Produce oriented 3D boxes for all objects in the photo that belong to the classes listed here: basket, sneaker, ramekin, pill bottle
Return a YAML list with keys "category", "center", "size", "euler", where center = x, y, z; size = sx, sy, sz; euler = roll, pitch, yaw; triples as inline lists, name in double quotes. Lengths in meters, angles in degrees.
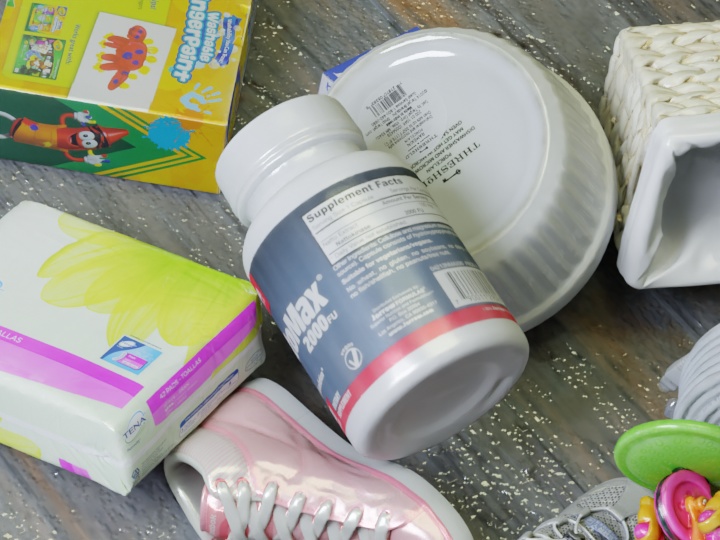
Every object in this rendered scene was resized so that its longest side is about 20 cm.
- category: "basket"
  center: [0.259, -0.081, 1.674]
  size: [0.200, 0.136, 0.123]
  euler: [-4, 45, -14]
- category: "sneaker"
  center: [0.120, 0.182, 1.502]
  size: [0.075, 0.082, 0.200]
  euler: [33, 50, 19]
- category: "ramekin"
  center: [0.056, -0.059, 1.634]
  size: [0.200, 0.105, 0.200]
  euler: [-6, 71, 17]
- category: "pill bottle"
  center: [0.000, 0.000, 1.510]
  size: [0.120, 0.120, 0.200]
  euler: [-20, 63, -26]
- category: "sneaker"
  center: [-0.032, 0.146, 1.510]
  size: [0.200, 0.075, 0.105]
  euler: [34, 46, 29]

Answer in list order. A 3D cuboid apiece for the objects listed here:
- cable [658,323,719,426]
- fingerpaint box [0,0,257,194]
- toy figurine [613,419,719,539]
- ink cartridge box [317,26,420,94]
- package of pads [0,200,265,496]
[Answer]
- category: "cable"
  center: [0.284, 0.098, 1.531]
  size: [0.200, 0.200, 0.069]
  euler: [28, 54, -2]
- category: "fingerpaint box"
  center: [-0.161, -0.156, 1.766]
  size: [0.167, 0.073, 0.200]
  euler: [9, 47, -2]
- category: "toy figurine"
  center: [0.220, 0.206, 1.458]
  size: [0.200, 0.150, 0.184]
  euler: [31, 52, -28]
- category: "ink cartridge box"
  center: [0.069, -0.081, 1.760]
  size: [0.094, 0.044, 0.200]
  euler: [-30, 59, -34]
- category: "package of pads"
  center: [-0.174, 0.040, 1.556]
  size: [0.200, 0.068, 0.155]
  euler: [19, 45, 28]
